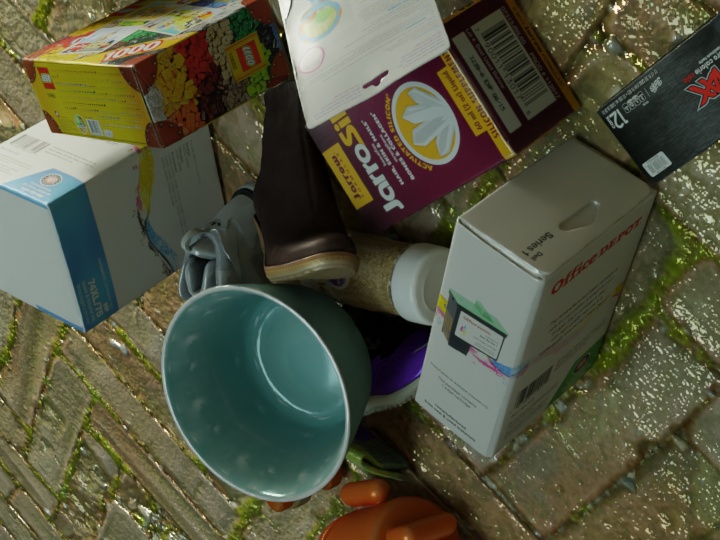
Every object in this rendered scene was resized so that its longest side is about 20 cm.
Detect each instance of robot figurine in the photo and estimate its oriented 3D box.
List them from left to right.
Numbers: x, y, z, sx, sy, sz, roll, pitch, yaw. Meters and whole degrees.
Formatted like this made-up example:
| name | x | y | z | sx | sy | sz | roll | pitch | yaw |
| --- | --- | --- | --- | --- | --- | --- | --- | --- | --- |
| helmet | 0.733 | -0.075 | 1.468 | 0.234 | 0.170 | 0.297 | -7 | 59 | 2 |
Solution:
| name | x | y | z | sx | sy | sz | roll | pitch | yaw |
| --- | --- | --- | --- | --- | --- | --- | --- | --- | --- |
| robot figurine | 0.026 | 0.294 | 1.469 | 0.144 | 0.117 | 0.200 | 42 | 147 | -13 |

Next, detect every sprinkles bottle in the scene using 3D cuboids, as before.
| name | x | y | z | sx | sy | sz | roll | pitch | yaw |
| --- | --- | --- | --- | --- | --- | --- | --- | --- | --- |
| sprinkles bottle | 0.000 | 0.000 | 1.308 | 0.199 | 0.068 | 0.069 | 11 | 126 | 45 |

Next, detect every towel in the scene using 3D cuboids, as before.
| name | x | y | z | sx | sy | sz | roll | pitch | yaw |
| --- | --- | --- | --- | --- | --- | --- | --- | --- | --- |
| towel | -0.045 | 0.135 | 1.440 | 0.199 | 0.023 | 0.143 | 37 | -177 | 26 |

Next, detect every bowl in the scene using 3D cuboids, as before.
| name | x | y | z | sx | sy | sz | roll | pitch | yaw |
| --- | --- | --- | --- | --- | --- | --- | --- | --- | --- |
| bowl | -0.068 | 0.092 | 1.302 | 0.199 | 0.105 | 0.203 | 13 | 115 | 29 |

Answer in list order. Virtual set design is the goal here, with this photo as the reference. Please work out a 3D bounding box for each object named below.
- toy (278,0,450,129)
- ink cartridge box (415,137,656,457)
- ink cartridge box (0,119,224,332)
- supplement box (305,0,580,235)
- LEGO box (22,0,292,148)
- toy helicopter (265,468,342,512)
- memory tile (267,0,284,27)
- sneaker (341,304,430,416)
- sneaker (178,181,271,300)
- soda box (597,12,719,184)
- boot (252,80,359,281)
| name | x | y | z | sx | sy | sz | roll | pitch | yaw |
| --- | --- | --- | --- | --- | --- | --- | --- | --- | --- |
| toy | 0.002 | -0.190 | 1.066 | 0.047 | 0.114 | 0.201 | 42 | -154 | -48 |
| ink cartridge box | 0.129 | 0.020 | 1.104 | 0.084 | 0.144 | 0.201 | 36 | 141 | 24 |
| ink cartridge box | -0.255 | -0.068 | 1.440 | 0.146 | 0.199 | 0.147 | 22 | 135 | 38 |
| supplement box | 0.058 | -0.118 | 1.129 | 0.111 | 0.085 | 0.200 | 57 | 145 | -3 |
| LEGO box | -0.182 | -0.180 | 1.297 | 0.199 | 0.148 | 0.078 | 12 | 128 | 49 |
| toy helicopter | -0.104 | 0.159 | 1.573 | 0.132 | 0.078 | 0.202 | -13 | 97 | 62 |
| memory tile | -0.064 | -0.275 | 1.208 | 0.200 | 0.017 | 0.154 | 45 | 144 | 15 |
| sneaker | 0.014 | 0.073 | 1.348 | 0.200 | 0.069 | 0.100 | -27 | 94 | 54 |
| sneaker | -0.110 | 0.025 | 1.415 | 0.075 | 0.115 | 0.202 | 12 | 127 | 44 |
| soda box | 0.239 | -0.134 | 0.900 | 0.064 | 0.071 | 0.200 | 53 | 143 | 1 |
| boot | -0.053 | -0.077 | 1.230 | 0.200 | 0.072 | 0.168 | -173 | 80 | -72 |
